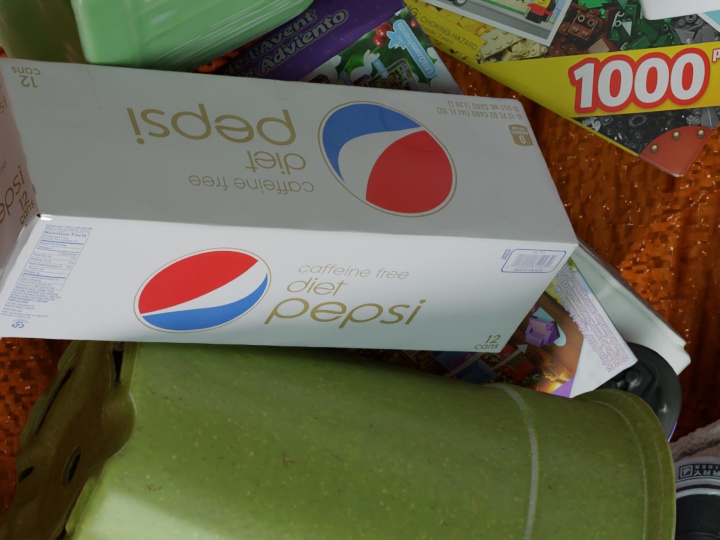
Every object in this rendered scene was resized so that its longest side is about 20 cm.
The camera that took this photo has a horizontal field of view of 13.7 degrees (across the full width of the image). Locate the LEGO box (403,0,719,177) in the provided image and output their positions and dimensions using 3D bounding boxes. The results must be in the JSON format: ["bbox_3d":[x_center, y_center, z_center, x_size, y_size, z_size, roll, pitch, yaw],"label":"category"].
[{"bbox_3d":[0.076,-0.149,1.153,0.200,0.077,0.149,26,105,-27],"label":"LEGO box"}]

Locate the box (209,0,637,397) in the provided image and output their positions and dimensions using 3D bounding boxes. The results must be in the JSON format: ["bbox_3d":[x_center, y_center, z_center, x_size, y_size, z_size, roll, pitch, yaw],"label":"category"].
[{"bbox_3d":[0.000,0.000,1.111,0.137,0.039,0.200,-34,128,2],"label":"box"}]

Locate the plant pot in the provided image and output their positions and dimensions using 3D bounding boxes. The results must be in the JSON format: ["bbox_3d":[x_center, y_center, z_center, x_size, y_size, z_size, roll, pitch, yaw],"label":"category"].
[{"bbox_3d":[-0.024,0.100,1.047,0.190,0.200,0.200,24,106,-17],"label":"plant pot"}]

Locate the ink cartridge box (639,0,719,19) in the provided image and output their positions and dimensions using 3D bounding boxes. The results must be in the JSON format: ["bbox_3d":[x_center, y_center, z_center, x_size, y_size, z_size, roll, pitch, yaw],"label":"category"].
[{"bbox_3d":[0.174,-0.171,1.023,0.199,0.043,0.197,-8,145,15],"label":"ink cartridge box"}]

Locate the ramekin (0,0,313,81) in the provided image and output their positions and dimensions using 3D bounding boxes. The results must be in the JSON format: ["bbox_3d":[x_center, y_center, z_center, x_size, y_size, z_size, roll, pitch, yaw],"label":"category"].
[{"bbox_3d":[-0.091,-0.155,1.032,0.097,0.200,0.200,-24,120,-14],"label":"ramekin"}]

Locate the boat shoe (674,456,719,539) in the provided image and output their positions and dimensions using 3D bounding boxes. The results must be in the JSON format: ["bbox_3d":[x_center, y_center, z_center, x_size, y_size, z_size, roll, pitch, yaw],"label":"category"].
[{"bbox_3d":[0.152,0.167,1.272,0.073,0.068,0.200,4,137,8],"label":"boat shoe"}]

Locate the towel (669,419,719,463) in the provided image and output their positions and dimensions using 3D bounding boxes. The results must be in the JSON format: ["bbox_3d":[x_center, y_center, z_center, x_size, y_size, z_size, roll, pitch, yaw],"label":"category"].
[{"bbox_3d":[0.172,0.114,1.287,0.200,0.035,0.132,-28,127,33],"label":"towel"}]

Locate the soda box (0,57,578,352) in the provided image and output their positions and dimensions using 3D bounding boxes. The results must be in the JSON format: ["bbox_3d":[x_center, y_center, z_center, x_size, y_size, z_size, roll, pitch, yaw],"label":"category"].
[{"bbox_3d":[-0.032,-0.020,0.998,0.199,0.068,0.064,3,141,-29],"label":"soda box"}]

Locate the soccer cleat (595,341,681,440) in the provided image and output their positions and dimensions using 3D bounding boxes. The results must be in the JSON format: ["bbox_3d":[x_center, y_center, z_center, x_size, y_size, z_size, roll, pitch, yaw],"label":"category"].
[{"bbox_3d":[0.061,0.115,1.199,0.200,0.068,0.073,-53,150,3],"label":"soccer cleat"}]

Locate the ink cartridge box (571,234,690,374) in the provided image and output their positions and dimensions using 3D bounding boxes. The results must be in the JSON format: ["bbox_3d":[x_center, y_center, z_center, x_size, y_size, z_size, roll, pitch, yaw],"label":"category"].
[{"bbox_3d":[0.011,0.049,1.225,0.200,0.083,0.146,-46,120,7],"label":"ink cartridge box"}]
